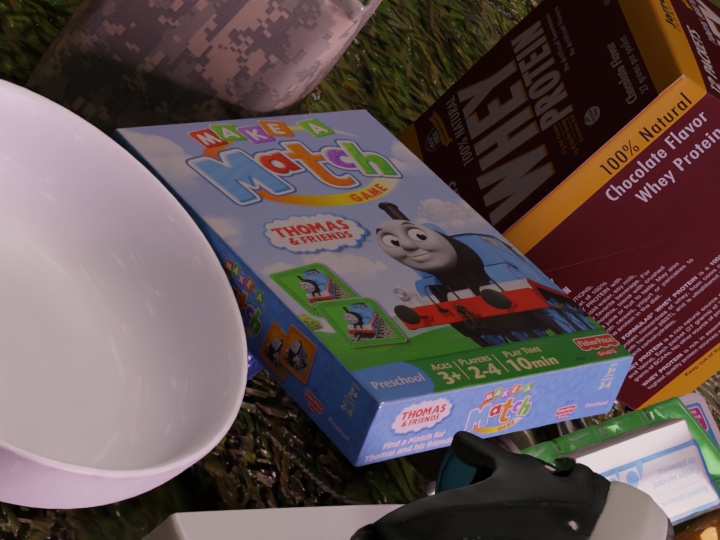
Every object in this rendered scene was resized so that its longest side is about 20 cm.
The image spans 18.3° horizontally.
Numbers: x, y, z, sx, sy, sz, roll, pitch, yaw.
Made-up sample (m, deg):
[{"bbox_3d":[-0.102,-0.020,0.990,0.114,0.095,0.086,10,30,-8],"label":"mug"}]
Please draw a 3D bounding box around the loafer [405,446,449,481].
[{"bbox_3d":[0.026,0.053,1.079,0.200,0.076,0.068,-95,-178,-81],"label":"loafer"}]

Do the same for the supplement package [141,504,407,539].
[{"bbox_3d":[-0.034,0.200,0.644,0.147,0.200,0.192,7,47,-55],"label":"supplement package"}]

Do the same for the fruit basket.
[{"bbox_3d":[0.142,0.166,1.058,0.185,0.094,0.201,-14,68,-33],"label":"fruit basket"}]

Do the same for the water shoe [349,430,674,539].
[{"bbox_3d":[0.020,0.107,0.574,0.079,0.072,0.200,24,24,12],"label":"water shoe"}]

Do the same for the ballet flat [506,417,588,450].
[{"bbox_3d":[0.081,0.071,1.171,0.068,0.068,0.201,10,44,-42],"label":"ballet flat"}]

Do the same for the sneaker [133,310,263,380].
[{"bbox_3d":[-0.068,0.007,1.027,0.078,0.070,0.200,39,23,8],"label":"sneaker"}]

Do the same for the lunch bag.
[{"bbox_3d":[-0.059,-0.138,1.118,0.118,0.164,0.200,43,26,-4],"label":"lunch bag"}]

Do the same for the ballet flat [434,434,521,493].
[{"bbox_3d":[0.080,0.166,0.974,0.064,0.067,0.201,-5,80,-49],"label":"ballet flat"}]

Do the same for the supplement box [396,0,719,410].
[{"bbox_3d":[0.163,-0.051,1.314,0.200,0.197,0.133,28,32,-35],"label":"supplement box"}]

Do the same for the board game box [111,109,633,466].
[{"bbox_3d":[0.000,0.000,0.975,0.151,0.037,0.200,-8,40,-41],"label":"board game box"}]

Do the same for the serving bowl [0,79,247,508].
[{"bbox_3d":[-0.144,0.015,0.870,0.200,0.066,0.201,29,35,-23],"label":"serving bowl"}]
